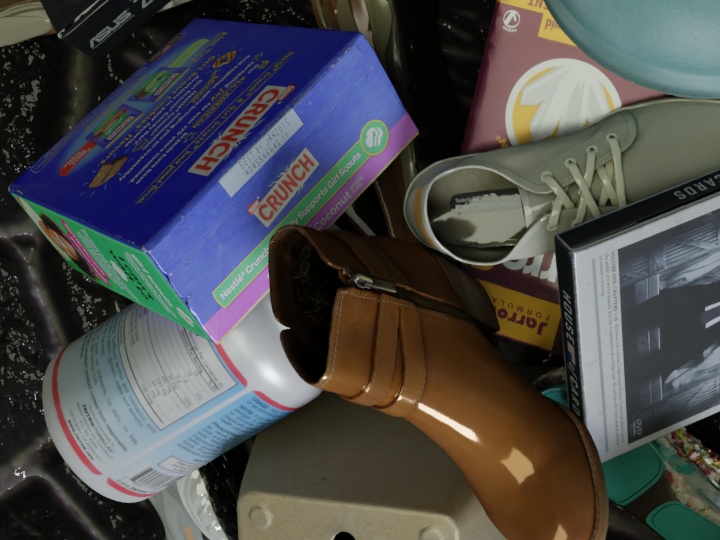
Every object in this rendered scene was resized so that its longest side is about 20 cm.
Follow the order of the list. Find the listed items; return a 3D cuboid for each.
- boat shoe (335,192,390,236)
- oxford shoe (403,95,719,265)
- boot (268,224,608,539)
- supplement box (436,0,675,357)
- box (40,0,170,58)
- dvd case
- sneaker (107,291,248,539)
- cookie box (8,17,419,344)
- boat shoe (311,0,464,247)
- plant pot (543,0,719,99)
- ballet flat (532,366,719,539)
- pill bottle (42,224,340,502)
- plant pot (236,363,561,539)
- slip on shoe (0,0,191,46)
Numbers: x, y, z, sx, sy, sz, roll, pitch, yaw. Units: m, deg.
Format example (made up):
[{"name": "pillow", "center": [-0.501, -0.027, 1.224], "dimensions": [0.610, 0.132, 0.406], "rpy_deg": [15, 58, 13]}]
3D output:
[{"name": "boat shoe", "center": [0.000, 0.000, 0.849], "dimensions": [0.063, 0.071, 0.200], "rpy_deg": [-43, 81, 13]}, {"name": "oxford shoe", "center": [0.119, -0.043, 0.704], "dimensions": [0.199, 0.058, 0.076], "rpy_deg": [-11, 100, 11]}, {"name": "boot", "center": [0.038, 0.061, 0.673], "dimensions": [0.077, 0.155, 0.201], "rpy_deg": [-36, 58, 27]}, {"name": "supplement box", "center": [0.120, -0.061, 0.781], "dimensions": [0.110, 0.086, 0.201], "rpy_deg": [18, 109, 16]}, {"name": "box", "center": [-0.153, -0.257, 0.816], "dimensions": [0.161, 0.049, 0.201], "rpy_deg": [-34, 68, 14]}, {"name": "dvd case", "center": [0.199, 0.010, 0.709], "dimensions": [0.199, 0.025, 0.151], "rpy_deg": [-21, 127, -12]}, {"name": "sneaker", "center": [-0.140, 0.108, 0.933], "dimensions": [0.079, 0.074, 0.201], "rpy_deg": [-16, 97, 29]}, {"name": "cookie box", "center": [-0.091, -0.063, 0.771], "dimensions": [0.200, 0.171, 0.075], "rpy_deg": [20, 151, 54]}, {"name": "boat shoe", "center": [0.013, -0.111, 0.825], "dimensions": [0.074, 0.076, 0.201], "rpy_deg": [-8, 93, 30]}, {"name": "plant pot", "center": [0.179, -0.205, 0.652], "dimensions": [0.199, 0.134, 0.201], "rpy_deg": [-3, 72, 10]}, {"name": "ballet flat", "center": [0.180, 0.116, 0.795], "dimensions": [0.200, 0.064, 0.076], "rpy_deg": [42, 130, -11]}, {"name": "pill bottle", "center": [-0.088, 0.051, 0.802], "dimensions": [0.200, 0.109, 0.109], "rpy_deg": [-31, 90, 20]}, {"name": "plant pot", "center": [0.022, 0.176, 0.827], "dimensions": [0.199, 0.177, 0.201], "rpy_deg": [3, 105, 21]}, {"name": "slip on shoe", "center": [-0.171, -0.194, 0.872], "dimensions": [0.199, 0.076, 0.061], "rpy_deg": [-4, 108, 30]}]
